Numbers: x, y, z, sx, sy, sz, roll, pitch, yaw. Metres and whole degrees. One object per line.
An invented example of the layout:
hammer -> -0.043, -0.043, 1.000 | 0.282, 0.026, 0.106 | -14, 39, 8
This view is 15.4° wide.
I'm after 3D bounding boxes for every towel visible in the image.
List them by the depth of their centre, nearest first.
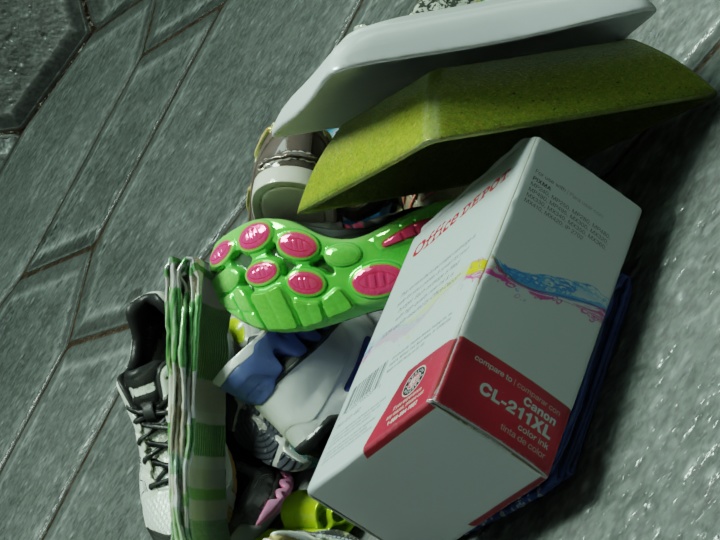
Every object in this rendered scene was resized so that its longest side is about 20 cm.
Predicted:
towel -> 0.084, 0.088, 1.560 | 0.200, 0.024, 0.145 | -36, 26, 54
towel -> -0.101, 0.095, 1.738 | 0.153, 0.023, 0.200 | 27, -119, -82

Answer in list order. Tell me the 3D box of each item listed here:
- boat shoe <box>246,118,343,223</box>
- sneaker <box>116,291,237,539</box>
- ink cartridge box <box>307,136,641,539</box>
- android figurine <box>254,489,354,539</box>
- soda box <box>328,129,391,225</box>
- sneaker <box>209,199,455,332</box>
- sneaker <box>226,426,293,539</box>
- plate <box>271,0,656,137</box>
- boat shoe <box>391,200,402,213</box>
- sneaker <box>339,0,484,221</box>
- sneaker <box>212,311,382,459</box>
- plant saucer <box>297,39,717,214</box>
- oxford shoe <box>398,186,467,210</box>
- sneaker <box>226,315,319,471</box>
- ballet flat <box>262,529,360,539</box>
boat shoe -> -0.044, -0.035, 1.766 | 0.200, 0.072, 0.060 | 92, -177, -63
sneaker -> -0.138, 0.107, 1.851 | 0.076, 0.088, 0.200 | -22, 53, 24
ink cartridge box -> 0.067, 0.044, 1.506 | 0.146, 0.083, 0.200 | -41, 20, 52
android figurine -> -0.060, 0.225, 1.720 | 0.182, 0.041, 0.200 | -63, 18, -13
soda box -> -0.017, -0.031, 1.871 | 0.200, 0.068, 0.064 | 100, -173, -56
sneaker -> 0.000, 0.000, 1.681 | 0.084, 0.200, 0.077 | 13, -106, -71
sneaker -> -0.104, 0.136, 1.920 | 0.079, 0.095, 0.200 | -52, 18, 16
plate -> 0.055, -0.128, 1.588 | 0.200, 0.200, 0.032 | 142, 116, -75
boat shoe -> 0.003, -0.058, 1.993 | 0.201, 0.072, 0.066 | -40, 19, 39
sneaker -> 0.025, -0.121, 1.741 | 0.200, 0.089, 0.077 | -59, 1, -23
sneaker -> -0.002, 0.073, 1.756 | 0.199, 0.115, 0.081 | -32, -8, -48
plant saucer -> 0.081, -0.091, 1.607 | 0.200, 0.199, 0.048 | -24, 78, 64
oxford shoe -> 0.054, -0.030, 1.775 | 0.070, 0.075, 0.200 | -50, 19, 20
sneaker -> -0.058, 0.077, 1.921 | 0.078, 0.080, 0.200 | -63, 32, 19
ballet flat -> -0.024, 0.180, 1.567 | 0.200, 0.072, 0.072 | 4, 63, 59
